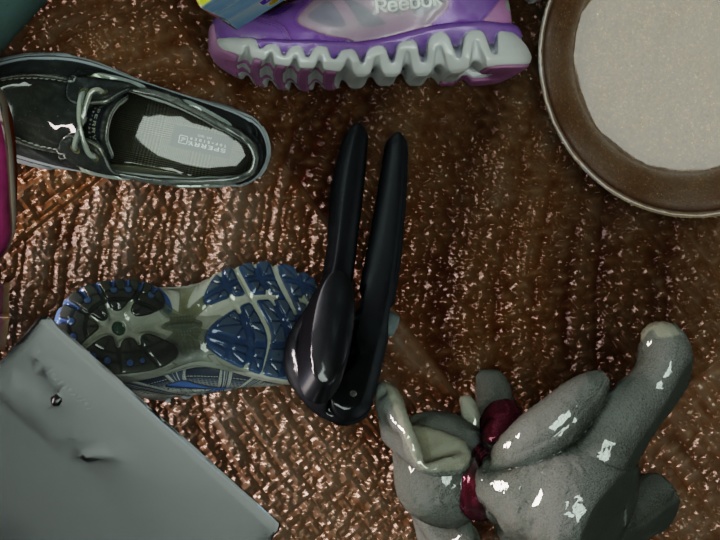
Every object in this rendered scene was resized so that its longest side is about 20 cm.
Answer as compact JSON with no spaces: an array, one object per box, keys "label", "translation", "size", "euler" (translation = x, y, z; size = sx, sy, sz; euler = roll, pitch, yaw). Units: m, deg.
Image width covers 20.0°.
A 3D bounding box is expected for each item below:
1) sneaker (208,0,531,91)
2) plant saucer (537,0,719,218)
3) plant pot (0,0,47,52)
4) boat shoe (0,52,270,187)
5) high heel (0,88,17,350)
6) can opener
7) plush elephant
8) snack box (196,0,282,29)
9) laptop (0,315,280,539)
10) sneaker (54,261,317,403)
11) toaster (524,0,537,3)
[{"label":"sneaker","translation":[0.005,-0.159,1.254],"size":[0.198,0.080,0.089],"euler":[-3,87,-9]},{"label":"plant saucer","translation":[0.207,-0.134,1.285],"size":[0.198,0.037,0.202],"euler":[0,93,-4]},{"label":"plant pot","translation":[-0.245,-0.208,1.180],"size":[0.196,0.200,0.200],"euler":[-44,95,-8]},{"label":"boat shoe","translation":[-0.151,-0.092,1.245],"size":[0.198,0.071,0.073],"euler":[7,93,-4]},{"label":"high heel","translation":[-0.252,-0.025,1.205],"size":[0.095,0.068,0.201],"euler":[2,127,-11]},{"label":"can opener","translation":[0.000,0.000,1.240],"size":[0.063,0.079,0.201],"euler":[22,58,-14]},{"label":"plush elephant","translation":[0.091,0.120,1.248],"size":[0.154,0.166,0.200],"euler":[27,54,29]},{"label":"snack box","translation":[-0.053,-0.266,1.141],"size":[0.168,0.068,0.201],"euler":[-29,78,12]},{"label":"laptop","translation":[-0.183,0.158,1.235],"size":[0.187,0.200,0.116],"euler":[42,59,-5]},{"label":"sneaker","translation":[-0.100,0.043,1.262],"size":[0.198,0.085,0.078],"euler":[3,68,-24]},{"label":"toaster","translation":[0.078,-0.291,1.202],"size":[0.200,0.119,0.181],"euler":[40,94,17]}]
